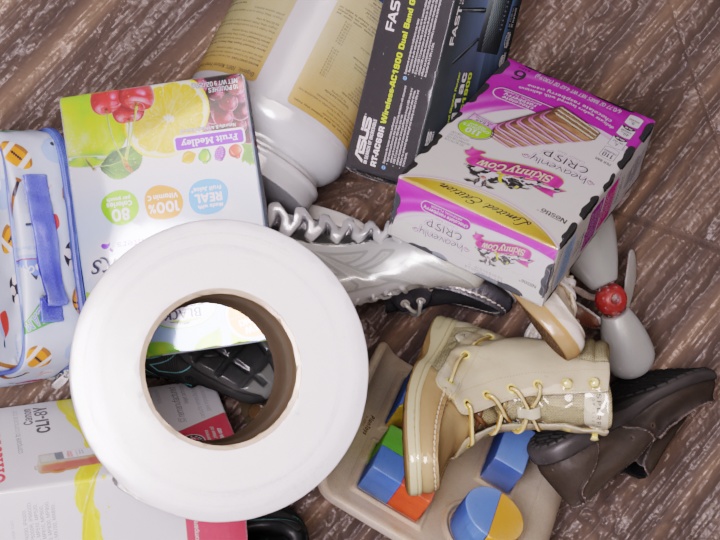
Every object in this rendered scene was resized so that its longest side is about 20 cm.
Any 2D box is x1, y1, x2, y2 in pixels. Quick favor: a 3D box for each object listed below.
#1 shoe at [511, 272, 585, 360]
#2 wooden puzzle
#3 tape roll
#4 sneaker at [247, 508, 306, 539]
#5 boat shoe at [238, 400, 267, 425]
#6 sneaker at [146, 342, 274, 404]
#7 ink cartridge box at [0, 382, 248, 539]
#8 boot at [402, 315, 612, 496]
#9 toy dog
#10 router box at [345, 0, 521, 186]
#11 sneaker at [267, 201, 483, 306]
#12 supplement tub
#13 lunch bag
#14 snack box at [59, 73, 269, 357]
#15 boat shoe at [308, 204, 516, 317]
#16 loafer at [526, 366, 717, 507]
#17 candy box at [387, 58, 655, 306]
[{"bbox_3d":[0.129,-0.013,1.452,0.053,0.070,0.200,-35,50,5],"label":"shoe"},{"bbox_3d":[0.076,0.157,1.474,0.200,0.046,0.185,35,37,-5],"label":"wooden puzzle"},{"bbox_3d":[-0.102,0.070,1.289,0.201,0.139,0.204,1,86,-10],"label":"tape roll"},{"bbox_3d":[-0.135,0.228,1.452,0.199,0.079,0.076,-17,89,-11],"label":"sneaker"},{"bbox_3d":[-0.066,0.073,1.496,0.072,0.067,0.201,-35,80,30],"label":"boat shoe"},{"bbox_3d":[-0.151,0.052,1.468,0.199,0.079,0.075,30,46,14],"label":"sneaker"},{"bbox_3d":[-0.196,0.159,1.417,0.199,0.145,0.084,-8,113,-12],"label":"ink cartridge box"},{"bbox_3d":[0.115,0.107,1.420,0.155,0.200,0.073,7,119,9],"label":"boot"},{"bbox_3d":[0.182,-0.010,1.562,0.131,0.096,0.201,-2,94,-18],"label":"toy dog"},{"bbox_3d":[0.065,-0.172,1.486,0.062,0.150,0.201,18,104,23],"label":"router box"},{"bbox_3d":[0.000,0.000,1.449,0.199,0.075,0.082,8,79,7],"label":"sneaker"},{"bbox_3d":[-0.055,-0.157,1.502,0.144,0.144,0.201,28,77,-5],"label":"supplement tub"},{"bbox_3d":[-0.266,-0.005,1.428,0.075,0.160,0.201,-4,81,-37],"label":"lunch bag"},{"bbox_3d":[-0.141,-0.038,1.393,0.141,0.053,0.201,-8,88,0],"label":"snack box"},{"bbox_3d":[0.029,0.006,1.515,0.199,0.074,0.061,20,73,5],"label":"boat shoe"},{"bbox_3d":[0.220,0.136,1.531,0.199,0.073,0.072,-23,99,-31],"label":"loafer"},{"bbox_3d":[0.126,-0.073,1.434,0.136,0.061,0.200,25,43,15],"label":"candy box"}]
